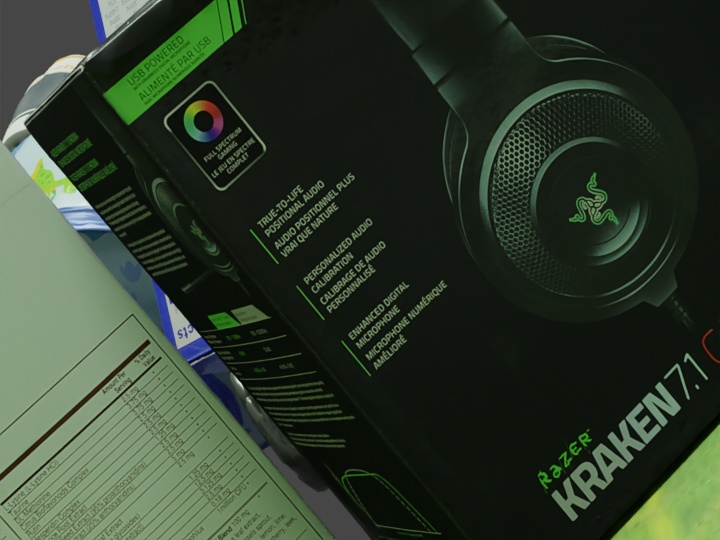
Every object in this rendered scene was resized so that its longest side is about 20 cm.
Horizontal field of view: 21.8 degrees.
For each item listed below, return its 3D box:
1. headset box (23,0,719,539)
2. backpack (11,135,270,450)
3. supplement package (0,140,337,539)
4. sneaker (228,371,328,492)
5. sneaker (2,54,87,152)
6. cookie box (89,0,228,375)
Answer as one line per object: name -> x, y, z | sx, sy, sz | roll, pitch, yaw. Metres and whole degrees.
headset box -> 0.027, -0.038, 0.541 | 0.174, 0.200, 0.093 | -42, 9, -18
backpack -> -0.115, 0.037, 0.853 | 0.199, 0.182, 0.148 | -36, 33, 32
supplement package -> -0.131, 0.072, 0.620 | 0.147, 0.200, 0.191 | -42, 10, -14
sneaker -> 0.000, 0.000, 0.769 | 0.090, 0.076, 0.201 | -23, 39, 27
sneaker -> -0.119, -0.019, 0.955 | 0.078, 0.201, 0.080 | -4, 41, 13
cookie box -> -0.001, -0.076, 0.662 | 0.170, 0.202, 0.075 | -7, -13, -37
